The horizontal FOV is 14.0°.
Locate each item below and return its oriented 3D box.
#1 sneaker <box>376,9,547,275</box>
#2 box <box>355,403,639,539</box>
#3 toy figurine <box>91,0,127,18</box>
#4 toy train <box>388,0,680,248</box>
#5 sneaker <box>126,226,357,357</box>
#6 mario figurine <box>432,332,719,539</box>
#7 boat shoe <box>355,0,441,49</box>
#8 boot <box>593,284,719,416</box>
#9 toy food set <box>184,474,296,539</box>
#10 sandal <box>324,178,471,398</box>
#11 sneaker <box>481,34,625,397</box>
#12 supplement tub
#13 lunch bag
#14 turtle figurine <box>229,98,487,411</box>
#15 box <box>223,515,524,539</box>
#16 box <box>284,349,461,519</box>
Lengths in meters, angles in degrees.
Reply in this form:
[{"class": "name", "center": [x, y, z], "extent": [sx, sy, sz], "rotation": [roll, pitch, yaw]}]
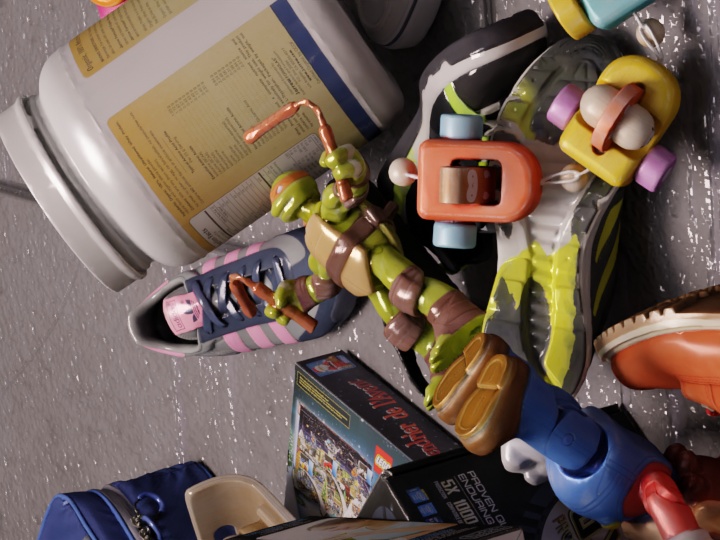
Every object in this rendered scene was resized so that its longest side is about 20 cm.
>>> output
[{"class": "sneaker", "center": [0.072, -0.065, 1.606], "extent": [0.083, 0.071, 0.200], "rotation": [56, 154, 18]}, {"class": "box", "center": [0.108, 0.188, 1.543], "extent": [0.201, 0.163, 0.086], "rotation": [59, 143, 27]}, {"class": "toy figurine", "center": [-0.081, -0.133, 1.792], "extent": [0.199, 0.150, 0.185], "rotation": [-12, 106, 34]}, {"class": "toy train", "center": [0.089, -0.105, 1.484], "extent": [0.149, 0.056, 0.201], "rotation": [8, 95, 16]}, {"class": "sneaker", "center": [-0.075, 0.021, 1.841], "extent": [0.200, 0.082, 0.071], "rotation": [-26, 79, 57]}, {"class": "mario figurine", "center": [0.124, 0.120, 1.481], "extent": [0.106, 0.199, 0.124], "rotation": [-45, 20, 39]}, {"class": "boat shoe", "center": [0.006, -0.219, 1.646], "extent": [0.073, 0.065, 0.201], "rotation": [26, 123, 50]}, {"class": "boot", "center": [0.193, 0.057, 1.455], "extent": [0.200, 0.075, 0.108], "rotation": [-10, 98, 57]}, {"class": "toy food set", "center": [-0.032, 0.230, 1.814], "extent": [0.200, 0.060, 0.144], "rotation": [45, 160, 33]}, {"class": "sandal", "center": [0.036, 0.035, 1.662], "extent": [0.200, 0.045, 0.075], "rotation": [51, 154, 2]}, {"class": "sneaker", "center": [0.103, -0.026, 1.557], "extent": [0.074, 0.085, 0.201], "rotation": [12, 94, 12]}, {"class": "supplement tub", "center": [-0.091, -0.093, 1.663], "extent": [0.145, 0.199, 0.144], "rotation": [55, -176, -6]}, {"class": "lunch bag", "center": [-0.155, 0.230, 1.995], "extent": [0.136, 0.132, 0.201], "rotation": [52, 141, 33]}, {"class": "turtle figurine", "center": [0.000, 0.000, 1.608], "extent": [0.161, 0.064, 0.200], "rotation": [45, 145, 18]}, {"class": "box", "center": [0.012, 0.188, 1.484], "extent": [0.200, 0.060, 0.117], "rotation": [-3, 99, 58]}, {"class": "box", "center": [0.024, 0.155, 1.778], "extent": [0.200, 0.038, 0.137], "rotation": [38, 131, 45]}]
